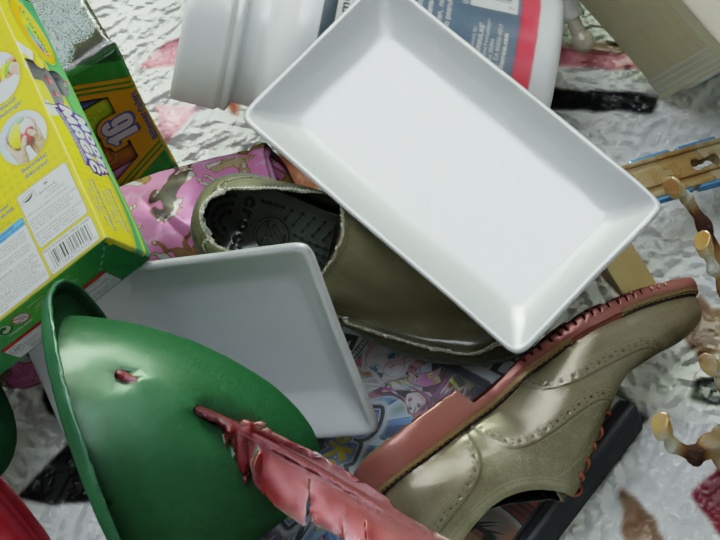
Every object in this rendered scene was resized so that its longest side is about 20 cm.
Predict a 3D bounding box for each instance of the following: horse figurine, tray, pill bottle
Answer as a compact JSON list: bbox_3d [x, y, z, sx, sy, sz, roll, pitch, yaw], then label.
[{"bbox_3d":[0.192,0.045,1.209,0.050,0.132,0.201,-16,56,33],"label":"horse figurine"},{"bbox_3d":[0.045,-0.052,1.230,0.107,0.022,0.200,-44,66,-11],"label":"tray"},{"bbox_3d":[-0.087,0.039,1.267,0.199,0.108,0.022,-7,26,33],"label":"tray"},{"bbox_3d":[0.002,-0.117,1.336,0.199,0.120,0.120,11,55,-4],"label":"pill bottle"}]

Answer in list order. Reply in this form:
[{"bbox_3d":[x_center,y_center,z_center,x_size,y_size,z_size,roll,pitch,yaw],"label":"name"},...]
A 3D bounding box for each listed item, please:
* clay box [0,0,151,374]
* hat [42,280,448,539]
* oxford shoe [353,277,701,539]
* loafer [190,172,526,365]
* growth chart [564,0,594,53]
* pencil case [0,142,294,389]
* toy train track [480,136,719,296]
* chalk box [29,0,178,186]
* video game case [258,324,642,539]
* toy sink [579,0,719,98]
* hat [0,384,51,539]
[{"bbox_3d":[-0.198,-0.059,1.282,0.115,0.048,0.201,-36,61,17],"label":"clay box"},{"bbox_3d":[-0.034,0.070,1.178,0.175,0.166,0.201,-21,92,7],"label":"hat"},{"bbox_3d":[0.096,0.075,1.219,0.199,0.070,0.075,-33,79,-10],"label":"oxford shoe"},{"bbox_3d":[0.000,0.000,1.260,0.199,0.070,0.076,14,91,11],"label":"loafer"},{"bbox_3d":[0.023,-0.153,1.402,0.199,0.146,0.018,-16,15,9],"label":"growth chart"},{"bbox_3d":[-0.124,0.000,1.354,0.199,0.083,0.087,-17,58,4],"label":"pencil case"},{"bbox_3d":[0.143,-0.039,1.291,0.199,0.033,0.115,-17,66,-31],"label":"toy train track"},{"bbox_3d":[-0.230,-0.079,1.423,0.199,0.124,0.125,-30,52,-5],"label":"chalk box"},{"bbox_3d":[0.016,0.110,1.263,0.180,0.026,0.200,27,66,32],"label":"video game case"},{"bbox_3d":[0.196,-0.177,1.347,0.130,0.112,0.200,-44,94,-16],"label":"toy sink"},{"bbox_3d":[-0.190,0.076,1.290,0.175,0.201,0.166,2,24,8],"label":"hat"}]
